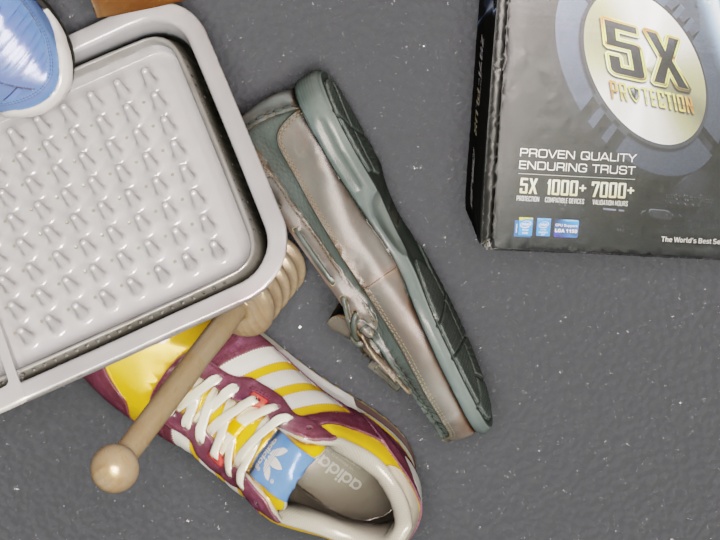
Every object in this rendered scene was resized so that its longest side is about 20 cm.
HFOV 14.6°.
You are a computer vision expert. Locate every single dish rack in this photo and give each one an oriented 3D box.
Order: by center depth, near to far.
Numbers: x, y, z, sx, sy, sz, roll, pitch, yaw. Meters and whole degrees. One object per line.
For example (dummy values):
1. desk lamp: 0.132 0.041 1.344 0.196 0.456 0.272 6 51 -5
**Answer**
1. dish rack: -0.143 -0.023 1.368 0.200 0.044 0.172 -24 66 3

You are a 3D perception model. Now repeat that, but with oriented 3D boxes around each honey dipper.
1. honey dipper: -0.080 0.044 1.345 0.038 0.200 0.038 11 123 18

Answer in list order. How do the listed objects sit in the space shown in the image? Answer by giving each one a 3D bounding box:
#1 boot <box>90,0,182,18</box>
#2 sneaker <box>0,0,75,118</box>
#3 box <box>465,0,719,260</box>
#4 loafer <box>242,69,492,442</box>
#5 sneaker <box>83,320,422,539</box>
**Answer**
1. boot: -0.044 -0.203 1.313 0.199 0.069 0.189 -3 142 0
2. sneaker: -0.222 -0.142 1.337 0.200 0.077 0.076 40 97 -5
3. box: 0.158 -0.094 1.378 0.199 0.086 0.164 3 104 -4
4. loafer: 0.000 0.000 1.406 0.063 0.072 0.200 -25 96 11
5. sneaker: -0.055 0.075 1.407 0.200 0.090 0.075 27 102 -10
